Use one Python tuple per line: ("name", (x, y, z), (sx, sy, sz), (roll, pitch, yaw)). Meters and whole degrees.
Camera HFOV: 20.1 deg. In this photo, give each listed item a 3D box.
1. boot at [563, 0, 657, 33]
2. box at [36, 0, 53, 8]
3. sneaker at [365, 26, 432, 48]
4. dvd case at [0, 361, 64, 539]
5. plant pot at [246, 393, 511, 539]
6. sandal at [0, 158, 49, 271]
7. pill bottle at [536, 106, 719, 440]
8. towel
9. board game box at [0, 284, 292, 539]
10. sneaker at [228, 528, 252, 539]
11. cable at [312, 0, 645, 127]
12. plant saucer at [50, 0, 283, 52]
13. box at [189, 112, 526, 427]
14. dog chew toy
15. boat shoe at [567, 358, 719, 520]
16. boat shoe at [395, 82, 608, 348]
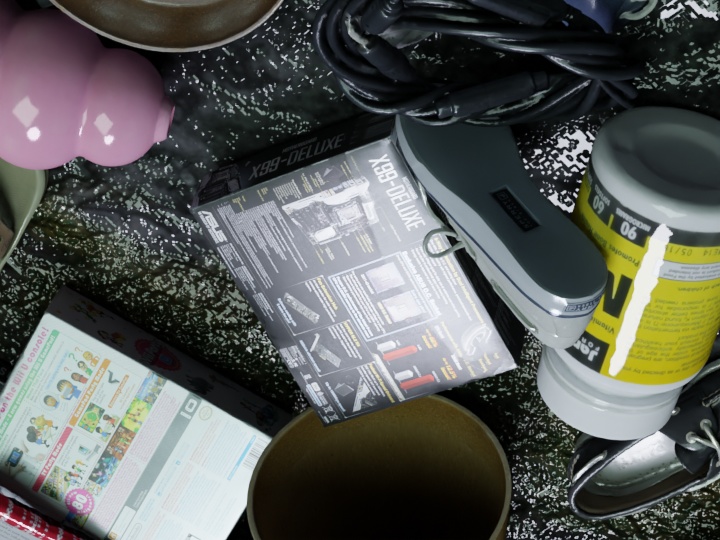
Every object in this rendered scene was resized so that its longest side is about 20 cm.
("boot", (0.165, -0.192, 1.197), (0.200, 0.073, 0.090), (-5, 131, 31))
("box", (-0.161, -0.279, 1.247), (0.198, 0.050, 0.200), (-16, 120, 26))
("sneaker", (0.016, -0.219, 1.220), (0.077, 0.112, 0.200), (-19, 158, -11))
("dvd case", (-0.298, 0.155, 1.632), (0.150, 0.025, 0.200), (28, 130, -3))
("plant pot", (0.025, 0.219, 1.489), (0.186, 0.187, 0.200), (6, 139, 15))
("sandal", (-0.279, -0.035, 1.461), (0.080, 0.057, 0.201), (24, 126, 0))
("pill bottle", (0.181, 0.005, 1.300), (0.114, 0.114, 0.200), (17, 128, 6))
("towel", (-0.225, 0.204, 1.564), (0.200, 0.023, 0.145), (30, 170, -22))
("board game box", (-0.173, 0.125, 1.518), (0.200, 0.064, 0.148), (30, 110, -6))
("sneaker", (-0.055, 0.280, 1.625), (0.118, 0.074, 0.201), (17, 150, 39))
("cable", (0.073, -0.121, 1.214), (0.200, 0.051, 0.163), (15, 154, -26))
("plant saucer", (-0.125, -0.227, 1.225), (0.200, 0.035, 0.201), (8, 128, 11))
("box", (0.000, 0.000, 1.392), (0.157, 0.050, 0.200), (-19, 117, 24))
("dog chew toy", (-0.222, -0.122, 1.344), (0.200, 0.125, 0.125), (14, 129, -2))
("boat shoe", (0.226, 0.117, 1.402), (0.200, 0.060, 0.074), (-25, 113, 32))
("boat shoe", (0.083, -0.028, 1.290), (0.202, 0.075, 0.086), (51, 149, 30))
